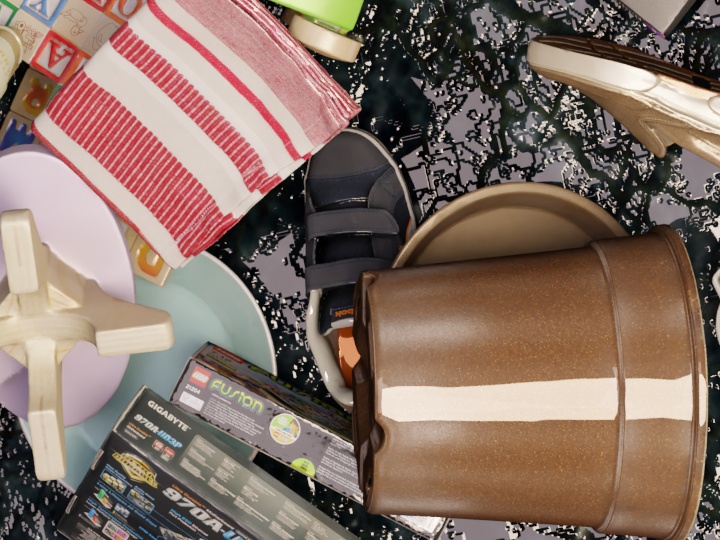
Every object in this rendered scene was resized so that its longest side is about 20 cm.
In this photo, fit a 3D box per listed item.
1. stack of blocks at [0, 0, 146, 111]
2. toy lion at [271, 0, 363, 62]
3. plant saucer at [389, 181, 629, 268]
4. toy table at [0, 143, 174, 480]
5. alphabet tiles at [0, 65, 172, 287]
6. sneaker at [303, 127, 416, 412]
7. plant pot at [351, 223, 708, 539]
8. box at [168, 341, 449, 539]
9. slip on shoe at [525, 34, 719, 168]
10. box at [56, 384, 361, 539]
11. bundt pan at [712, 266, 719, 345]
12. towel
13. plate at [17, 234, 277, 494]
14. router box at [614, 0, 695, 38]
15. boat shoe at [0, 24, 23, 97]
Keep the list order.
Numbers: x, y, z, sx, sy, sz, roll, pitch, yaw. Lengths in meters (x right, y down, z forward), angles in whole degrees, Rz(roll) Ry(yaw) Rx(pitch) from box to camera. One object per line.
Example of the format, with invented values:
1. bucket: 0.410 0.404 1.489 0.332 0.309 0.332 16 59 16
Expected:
1. stack of blocks: -0.173 -0.141 1.497 0.199 0.059 0.116 34 94 16
2. toy lion: -0.086 -0.209 1.426 0.190 0.200 0.069 21 99 -8
3. plant saucer: 0.102 0.040 1.439 0.198 0.029 0.202 -2 99 -13
4. toy table: -0.217 0.030 1.442 0.182 0.117 0.201 -17 111 2
5. alphabet tiles: -0.182 -0.082 1.528 0.165 0.006 0.201 25 92 17
6. sneaker: 0.000 0.000 1.472 0.078 0.079 0.202 -10 89 13
7. plant pot: 0.097 0.072 1.338 0.196 0.200 0.202 0 92 -5
8. box: -0.029 0.113 1.449 0.199 0.110 0.035 28 94 -1
9. slip on shoe: 0.202 -0.105 1.429 0.198 0.076 0.061 17 108 5
10. box: -0.099 0.184 1.455 0.199 0.046 0.159 35 143 1
11. bundt pan: 0.328 0.009 1.387 0.200 0.076 0.204 3 105 9
12. towel: -0.112 -0.098 1.387 0.144 0.023 0.200 45 127 -9
13. plate: -0.152 0.074 1.535 0.198 0.026 0.202 0 92 13
14. router box: 0.206 -0.278 1.426 0.149 0.051 0.200 40 100 6
15. boat shoe: -0.302 -0.112 1.515 0.073 0.063 0.200 48 139 -6
